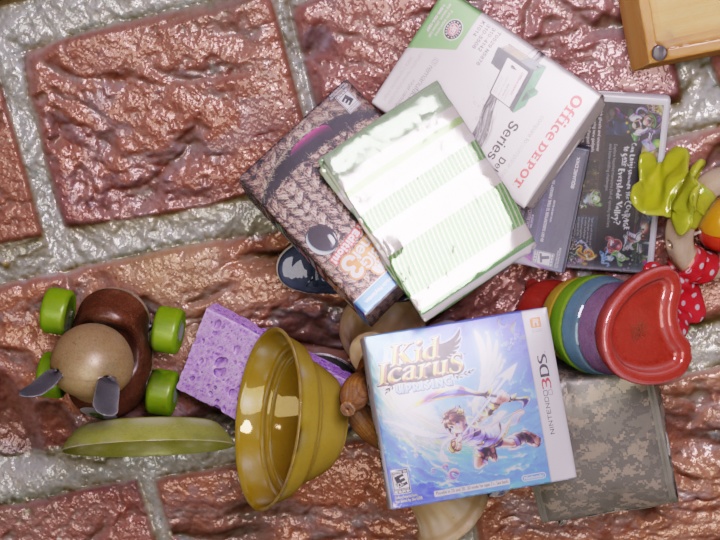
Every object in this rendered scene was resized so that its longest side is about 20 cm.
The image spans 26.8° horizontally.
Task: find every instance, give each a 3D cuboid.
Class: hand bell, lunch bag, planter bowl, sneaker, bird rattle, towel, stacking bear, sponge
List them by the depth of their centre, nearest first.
[{"bbox_3d":[0.069,-0.069,1.541,0.152,0.023,0.200,-33,86,-3],"label":"towel"},{"bbox_3d":[0.373,-0.037,1.623,0.162,0.113,0.201,-20,114,-15],"label":"bird rattle"},{"bbox_3d":[0.245,0.054,1.636,0.113,0.200,0.122,-18,104,-26],"label":"stacking bear"},{"bbox_3d":[0.007,0.107,1.662,0.104,0.200,0.105,4,112,10],"label":"hand bell"},{"bbox_3d":[-0.067,0.166,1.669,0.083,0.200,0.201,6,112,-24],"label":"planter bowl"},{"bbox_3d":[0.000,0.000,1.693,0.199,0.085,0.075,-3,108,8],"label":"sneaker"},{"bbox_3d":[0.263,0.186,1.706,0.163,0.118,0.201,-10,112,10],"label":"lunch bag"},{"bbox_3d":[0.045,0.216,1.728,0.104,0.104,0.200,-38,110,17],"label":"hand bell"},{"bbox_3d":[-0.106,0.132,1.754,0.199,0.030,0.112,27,109,9],"label":"sponge"}]

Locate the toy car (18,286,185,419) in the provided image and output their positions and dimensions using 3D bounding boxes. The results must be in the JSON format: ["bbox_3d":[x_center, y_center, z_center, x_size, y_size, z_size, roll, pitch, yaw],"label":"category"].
[{"bbox_3d":[-0.301,0.119,1.707,0.163,0.200,0.159,9,109,4],"label":"toy car"}]

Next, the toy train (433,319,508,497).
[{"bbox_3d":[0.122,0.151,1.681,0.085,0.114,0.201,-18,67,-8],"label":"toy train"}]

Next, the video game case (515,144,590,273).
[{"bbox_3d":[0.141,-0.086,1.662,0.199,0.019,0.144,13,110,9],"label":"video game case"}]

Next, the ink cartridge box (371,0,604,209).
[{"bbox_3d":[0.137,-0.177,1.589,0.200,0.084,0.146,35,99,8],"label":"ink cartridge box"}]

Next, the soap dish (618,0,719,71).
[{"bbox_3d":[0.365,-0.296,1.554,0.199,0.081,0.158,-11,107,9],"label":"soap dish"}]

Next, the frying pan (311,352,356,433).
[{"bbox_3d":[-0.075,0.127,1.777,0.115,0.031,0.190,-42,102,16],"label":"frying pan"}]

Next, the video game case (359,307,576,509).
[{"bbox_3d":[0.112,0.143,1.582,0.199,0.045,0.182,-9,83,-5],"label":"video game case"}]

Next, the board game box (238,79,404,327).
[{"bbox_3d":[-0.002,-0.070,1.610,0.159,0.097,0.200,-44,81,-3],"label":"board game box"}]

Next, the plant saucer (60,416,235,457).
[{"bbox_3d":[-0.244,0.191,1.745,0.199,0.200,0.031,-4,78,8],"label":"plant saucer"}]

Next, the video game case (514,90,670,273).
[{"bbox_3d":[0.240,-0.099,1.666,0.181,0.023,0.201,4,108,6],"label":"video game case"}]
